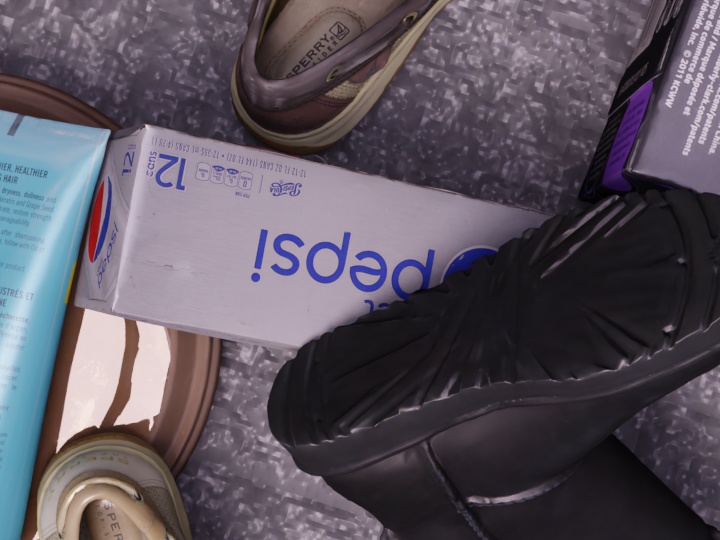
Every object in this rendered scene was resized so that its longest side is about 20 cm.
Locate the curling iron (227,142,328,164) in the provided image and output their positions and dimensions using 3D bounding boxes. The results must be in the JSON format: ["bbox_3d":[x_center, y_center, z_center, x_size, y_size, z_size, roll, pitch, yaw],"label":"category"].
[{"bbox_3d":[-0.103,-0.036,0.814,0.199,0.026,0.050,10,84,-1],"label":"curling iron"}]

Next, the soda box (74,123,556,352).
[{"bbox_3d":[0.000,0.000,0.770,0.199,0.063,0.069,11,88,-20],"label":"soda box"}]

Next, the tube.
[{"bbox_3d":[-0.142,0.041,0.760,0.077,0.050,0.201,11,94,15],"label":"tube"}]

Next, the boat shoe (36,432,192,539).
[{"bbox_3d":[-0.068,0.160,0.774,0.073,0.063,0.202,-17,104,-4],"label":"boat shoe"}]

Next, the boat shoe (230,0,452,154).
[{"bbox_3d":[0.019,-0.135,0.799,0.073,0.065,0.201,30,81,3],"label":"boat shoe"}]

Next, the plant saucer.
[{"bbox_3d":[-0.153,0.025,0.796,0.199,0.029,0.201,0,97,2],"label":"plant saucer"}]

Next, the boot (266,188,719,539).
[{"bbox_3d":[0.080,0.065,0.734,0.197,0.074,0.163,-23,132,23],"label":"boot"}]

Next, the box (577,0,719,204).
[{"bbox_3d":[0.197,-0.043,0.777,0.199,0.122,0.107,22,86,-1],"label":"box"}]
